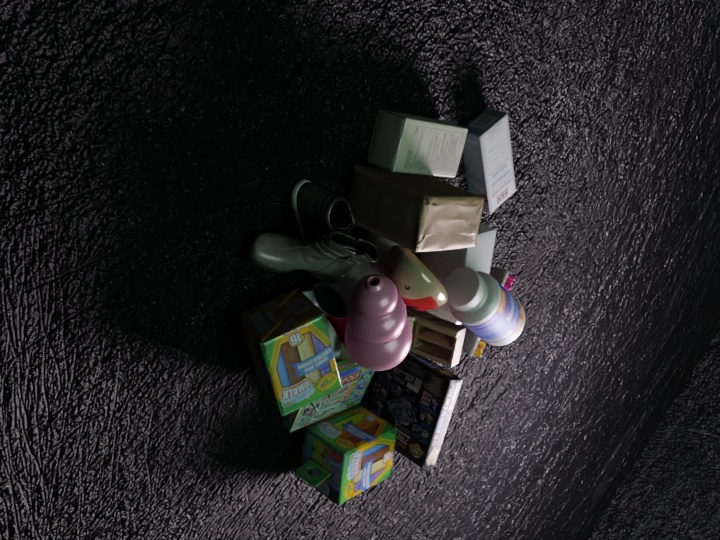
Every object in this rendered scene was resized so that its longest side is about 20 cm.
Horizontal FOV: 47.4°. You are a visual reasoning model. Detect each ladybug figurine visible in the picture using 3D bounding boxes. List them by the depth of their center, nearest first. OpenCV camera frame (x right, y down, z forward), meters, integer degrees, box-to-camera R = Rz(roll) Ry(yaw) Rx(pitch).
[{"bbox_3d":[0.097,0.022,1.511,0.072,0.136,0.200,-44,159,2],"label":"ladybug figurine"}]

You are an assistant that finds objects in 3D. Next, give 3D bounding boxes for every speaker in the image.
[{"bbox_3d":[0.000,0.000,1.537,0.200,0.080,0.082,-46,139,-36],"label":"speaker"}]

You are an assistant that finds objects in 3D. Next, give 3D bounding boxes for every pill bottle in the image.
[{"bbox_3d":[0.246,0.069,1.654,0.200,0.111,0.113,36,82,-49],"label":"pill bottle"}]

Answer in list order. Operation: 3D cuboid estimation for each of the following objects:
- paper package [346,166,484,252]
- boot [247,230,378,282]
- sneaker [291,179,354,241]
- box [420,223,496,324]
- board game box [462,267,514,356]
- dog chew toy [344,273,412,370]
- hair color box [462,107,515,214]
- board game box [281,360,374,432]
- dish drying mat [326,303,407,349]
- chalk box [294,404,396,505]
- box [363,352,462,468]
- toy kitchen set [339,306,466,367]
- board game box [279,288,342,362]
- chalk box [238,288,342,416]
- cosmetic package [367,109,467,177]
[{"bbox_3d":[0.099,-0.115,1.516,0.189,0.199,0.105,-5,113,-46],"label":"paper package"},{"bbox_3d":[-0.078,-0.040,1.379,0.198,0.130,0.069,13,65,-30],"label":"boot"},{"bbox_3d":[-0.053,-0.065,1.451,0.071,0.099,0.201,-45,140,-25],"label":"sneaker"},{"bbox_3d":[0.200,-0.005,1.748,0.097,0.124,0.203,-16,122,-41],"label":"box"},{"bbox_3d":[0.284,0.093,1.866,0.200,0.026,0.202,-120,-126,-88],"label":"board game box"},{"bbox_3d":[0.029,0.086,1.443,0.124,0.124,0.201,-40,147,-27],"label":"dog chew toy"},{"bbox_3d":[0.276,-0.234,1.764,0.099,0.060,0.202,-40,134,-27],"label":"hair color box"},{"bbox_3d":[-0.056,0.239,1.635,0.199,0.029,0.136,-15,139,-44],"label":"board game box"},{"bbox_3d":[0.028,0.065,1.568,0.199,0.018,0.077,-35,91,-28],"label":"dish drying mat"},{"bbox_3d":[-0.041,0.377,1.669,0.199,0.124,0.126,-16,121,-45],"label":"chalk box"},{"bbox_3d":[0.101,0.279,1.730,0.049,0.199,0.201,4,106,-46],"label":"box"},{"bbox_3d":[0.090,0.102,1.618,0.199,0.179,0.165,-17,122,-57],"label":"toy kitchen set"},{"bbox_3d":[-0.089,0.123,1.569,0.199,0.026,0.203,-10,117,-46],"label":"board game box"},{"bbox_3d":[-0.119,0.160,1.440,0.123,0.125,0.202,-22,119,-19],"label":"chalk box"},{"bbox_3d":[0.111,-0.240,1.565,0.199,0.071,0.107,0,110,-48],"label":"cosmetic package"}]
